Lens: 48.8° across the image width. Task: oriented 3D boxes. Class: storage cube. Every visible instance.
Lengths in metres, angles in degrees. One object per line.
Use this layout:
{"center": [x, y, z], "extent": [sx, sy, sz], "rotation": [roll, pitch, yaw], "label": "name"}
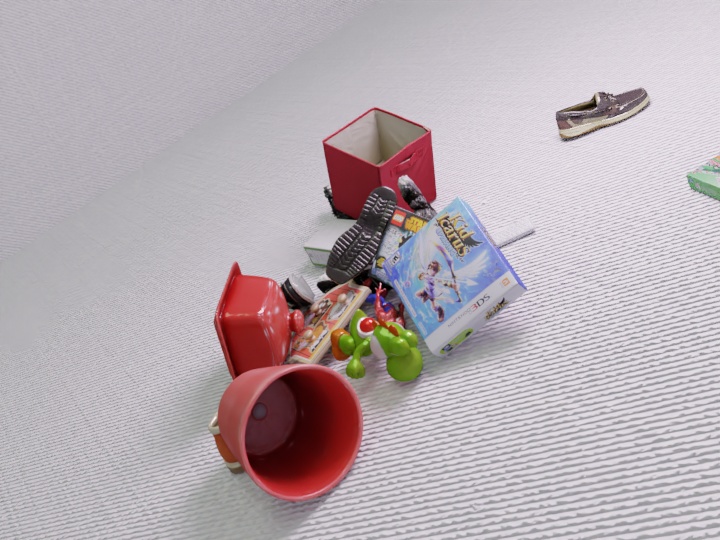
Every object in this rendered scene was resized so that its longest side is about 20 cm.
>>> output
{"center": [0.044, -0.218, 1.726], "extent": [0.199, 0.181, 0.170], "rotation": [29, 53, 37], "label": "storage cube"}

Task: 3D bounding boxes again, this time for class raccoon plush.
{"center": [0.099, -0.060, 1.503], "extent": [0.134, 0.096, 0.201], "rotation": [-40, 60, 17], "label": "raccoon plush"}

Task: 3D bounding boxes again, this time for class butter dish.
{"center": [-0.177, 0.103, 1.481], "extent": [0.146, 0.202, 0.200], "rotation": [-7, 31, 8], "label": "butter dish"}

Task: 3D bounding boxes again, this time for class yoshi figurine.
{"center": [0.035, 0.138, 1.322], "extent": [0.199, 0.111, 0.114], "rotation": [0, 67, 60], "label": "yoshi figurine"}

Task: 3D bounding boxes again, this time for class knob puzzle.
{"center": [-0.079, 0.090, 1.501], "extent": [0.219, 0.030, 0.220], "rotation": [-41, 21, 19], "label": "knob puzzle"}

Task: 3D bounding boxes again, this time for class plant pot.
{"center": [-0.123, 0.230, 1.210], "extent": [0.200, 0.201, 0.177], "rotation": [-42, 21, -23], "label": "plant pot"}

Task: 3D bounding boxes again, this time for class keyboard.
{"center": [0.235, -0.050, 1.512], "extent": [0.198, 0.011, 0.056], "rotation": [-24, 28, 9], "label": "keyboard"}

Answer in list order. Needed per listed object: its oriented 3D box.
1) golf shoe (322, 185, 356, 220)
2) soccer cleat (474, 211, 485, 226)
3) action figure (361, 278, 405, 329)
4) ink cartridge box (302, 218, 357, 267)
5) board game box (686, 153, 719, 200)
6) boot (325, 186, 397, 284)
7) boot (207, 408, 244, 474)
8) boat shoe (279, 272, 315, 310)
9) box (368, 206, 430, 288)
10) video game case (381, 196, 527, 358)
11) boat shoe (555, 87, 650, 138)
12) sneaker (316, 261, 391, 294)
{"center": [-0.017, -0.159, 1.874], "extent": [0.094, 0.078, 0.200], "rotation": [-32, 38, -12], "label": "golf shoe"}
{"center": [0.166, -0.073, 1.564], "extent": [0.078, 0.070, 0.199], "rotation": [-48, 26, -23], "label": "soccer cleat"}
{"center": [0.047, 0.065, 1.425], "extent": [0.052, 0.065, 0.200], "rotation": [-50, 21, 8], "label": "action figure"}
{"center": [-0.022, -0.055, 1.712], "extent": [0.199, 0.060, 0.104], "rotation": [8, 45, 49], "label": "ink cartridge box"}
{"center": [0.643, -0.151, 1.274], "extent": [0.134, 0.029, 0.200], "rotation": [-32, 28, -3], "label": "board game box"}
{"center": [0.013, -0.049, 1.524], "extent": [0.201, 0.077, 0.138], "rotation": [-53, -13, -8], "label": "boot"}
{"center": [-0.164, 0.231, 1.324], "extent": [0.200, 0.108, 0.075], "rotation": [-43, 29, -28], "label": "boot"}
{"center": [-0.131, 0.050, 1.583], "extent": [0.060, 0.076, 0.200], "rotation": [-37, -5, 0], "label": "boat shoe"}
{"center": [0.117, -0.017, 1.402], "extent": [0.199, 0.040, 0.138], "rotation": [25, 96, 38], "label": "box"}
{"center": [0.148, 0.009, 1.309], "extent": [0.181, 0.045, 0.201], "rotation": [-41, 55, 16], "label": "video game case"}
{"center": [0.511, -0.345, 1.683], "extent": [0.198, 0.065, 0.073], "rotation": [-23, 26, 10], "label": "boat shoe"}
{"center": [0.000, 0.000, 1.570], "extent": [0.198, 0.074, 0.080], "rotation": [-6, 49, 38], "label": "sneaker"}
